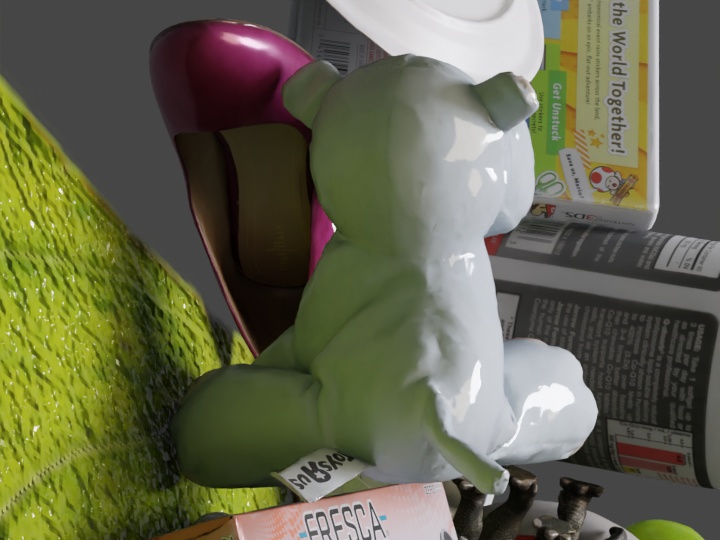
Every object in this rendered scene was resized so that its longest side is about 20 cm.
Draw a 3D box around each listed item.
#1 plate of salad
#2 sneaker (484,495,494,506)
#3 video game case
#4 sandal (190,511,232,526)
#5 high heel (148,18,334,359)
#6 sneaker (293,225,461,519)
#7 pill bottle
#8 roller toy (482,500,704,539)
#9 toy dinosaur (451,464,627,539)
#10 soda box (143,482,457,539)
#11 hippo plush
[{"bbox_3d":[0.006,-0.156,1.204,0.200,0.048,0.201,33,35,-27],"label":"plate of salad"},{"bbox_3d":[0.021,0.063,1.319,0.146,0.076,0.204,-29,123,-67],"label":"sneaker"},{"bbox_3d":[0.055,-0.116,1.274,0.023,0.181,0.201,103,-7,-55],"label":"video game case"},{"bbox_3d":[-0.029,0.184,1.088,0.207,0.059,0.079,56,24,-25],"label":"sandal"},{"bbox_3d":[-0.042,-0.028,1.051,0.200,0.067,0.097,54,33,-67],"label":"high heel"},{"bbox_3d":[0.010,0.034,1.202,0.075,0.099,0.201,-58,141,-67],"label":"sneaker"},{"bbox_3d":[0.143,0.041,1.239,0.116,0.199,0.117,9,90,-70],"label":"pill bottle"},{"bbox_3d":[0.088,0.215,1.311,0.140,0.181,0.201,55,39,-68],"label":"roller toy"},{"bbox_3d":[0.066,0.145,1.190,0.200,0.077,0.103,-29,140,-72],"label":"toy dinosaur"},{"bbox_3d":[-0.023,0.123,0.988,0.200,0.063,0.069,-1,74,-66],"label":"soda box"},{"bbox_3d":[0.000,0.000,1.011,0.200,0.158,0.162,-3,89,-73],"label":"hippo plush"}]
